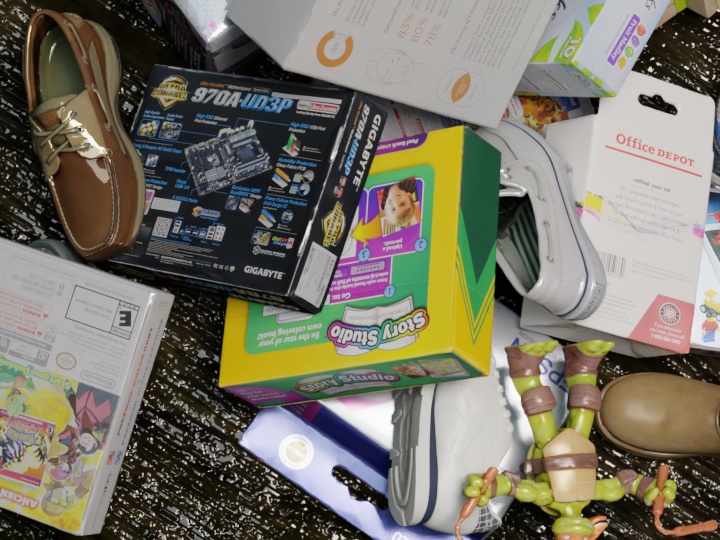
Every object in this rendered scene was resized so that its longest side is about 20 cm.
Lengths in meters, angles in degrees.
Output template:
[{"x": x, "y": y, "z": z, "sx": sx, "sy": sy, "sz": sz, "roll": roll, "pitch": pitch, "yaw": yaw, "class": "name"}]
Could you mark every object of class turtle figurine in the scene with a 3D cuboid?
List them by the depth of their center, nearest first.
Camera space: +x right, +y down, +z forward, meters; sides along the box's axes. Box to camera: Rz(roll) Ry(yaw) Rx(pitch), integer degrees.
[{"x": 0.157, "y": 0.133, "z": 1.633, "sx": 0.200, "sy": 0.064, "sz": 0.161, "roll": 0, "pitch": 80, "yaw": -14, "class": "turtle figurine"}]

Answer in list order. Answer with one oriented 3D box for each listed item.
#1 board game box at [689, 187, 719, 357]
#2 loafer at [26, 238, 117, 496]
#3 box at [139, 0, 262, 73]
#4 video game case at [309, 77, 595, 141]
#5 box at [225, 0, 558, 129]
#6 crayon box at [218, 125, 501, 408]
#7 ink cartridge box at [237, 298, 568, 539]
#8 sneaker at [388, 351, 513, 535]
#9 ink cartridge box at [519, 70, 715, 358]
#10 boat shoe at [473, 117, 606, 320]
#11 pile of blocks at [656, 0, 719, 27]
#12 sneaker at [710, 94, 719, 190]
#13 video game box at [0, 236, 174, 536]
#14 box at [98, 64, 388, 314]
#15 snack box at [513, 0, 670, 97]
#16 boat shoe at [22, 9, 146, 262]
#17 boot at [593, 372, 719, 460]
[{"x": 0.347, "y": 0.012, "z": 1.745, "sx": 0.200, "sy": 0.035, "sz": 0.126, "roll": 8, "pitch": 80, "yaw": -4, "class": "board game box"}, {"x": -0.201, "y": 0.074, "z": 1.671, "sx": 0.072, "sy": 0.063, "sz": 0.200, "roll": -15, "pitch": 83, "yaw": 29, "class": "loafer"}, {"x": -0.066, "y": -0.248, "z": 1.704, "sx": 0.200, "sy": 0.132, "sz": 0.115, "roll": -36, "pitch": 84, "yaw": -10, "class": "box"}, {"x": 0.067, "y": -0.146, "z": 1.757, "sx": 0.200, "sy": 0.018, "sz": 0.143, "roll": -19, "pitch": 82, "yaw": -8, "class": "video game case"}, {"x": 0.027, "y": -0.194, "z": 1.626, "sx": 0.200, "sy": 0.097, "sz": 0.124, "roll": 13, "pitch": 111, "yaw": -38, "class": "box"}, {"x": 0.000, "y": 0.000, "z": 1.635, "sx": 0.200, "sy": 0.058, "sz": 0.173, "roll": -10, "pitch": 65, "yaw": 33, "class": "crayon box"}, {"x": 0.043, "y": 0.102, "z": 1.699, "sx": 0.196, "sy": 0.043, "sz": 0.200, "roll": 34, "pitch": 77, "yaw": 1, "class": "ink cartridge box"}, {"x": 0.071, "y": 0.092, "z": 1.654, "sx": 0.080, "sy": 0.076, "sz": 0.200, "roll": 8, "pitch": 85, "yaw": -16, "class": "sneaker"}, {"x": 0.196, "y": -0.044, "z": 1.706, "sx": 0.116, "sy": 0.067, "sz": 0.200, "roll": 16, "pitch": 77, "yaw": -30, "class": "ink cartridge box"}, {"x": 0.115, "y": -0.049, "z": 1.651, "sx": 0.067, "sy": 0.200, "sz": 0.074, "roll": 18, "pitch": 119, "yaw": -38, "class": "boat shoe"}, {"x": 0.271, "y": -0.243, "z": 1.746, "sx": 0.200, "sy": 0.062, "sz": 0.082, "roll": -15, "pitch": 47, "yaw": 5, "class": "pile of blocks"}, {"x": 0.318, "y": -0.157, "z": 1.747, "sx": 0.077, "sy": 0.085, "sz": 0.200, "roll": 19, "pitch": 78, "yaw": -2, "class": "sneaker"}, {"x": -0.252, "y": 0.073, "z": 1.627, "sx": 0.200, "sy": 0.047, "sz": 0.182, "roll": 18, "pitch": 89, "yaw": 18, "class": "video game box"}, {"x": -0.093, "y": -0.062, "z": 1.656, "sx": 0.200, "sy": 0.046, "sz": 0.159, "roll": 10, "pitch": 76, "yaw": 36, "class": "box"}, {"x": 0.181, "y": -0.224, "z": 1.699, "sx": 0.053, "sy": 0.142, "sz": 0.200, "roll": 37, "pitch": 76, "yaw": -28, "class": "snack box"}, {"x": -0.214, "y": -0.103, "z": 1.671, "sx": 0.076, "sy": 0.074, "sz": 0.200, "roll": -23, "pitch": 64, "yaw": 20, "class": "boat shoe"}, {"x": 0.272, "y": 0.095, "z": 1.639, "sx": 0.175, "sy": 0.200, "sz": 0.066, "roll": 7, "pitch": 77, "yaw": -5, "class": "boot"}]
